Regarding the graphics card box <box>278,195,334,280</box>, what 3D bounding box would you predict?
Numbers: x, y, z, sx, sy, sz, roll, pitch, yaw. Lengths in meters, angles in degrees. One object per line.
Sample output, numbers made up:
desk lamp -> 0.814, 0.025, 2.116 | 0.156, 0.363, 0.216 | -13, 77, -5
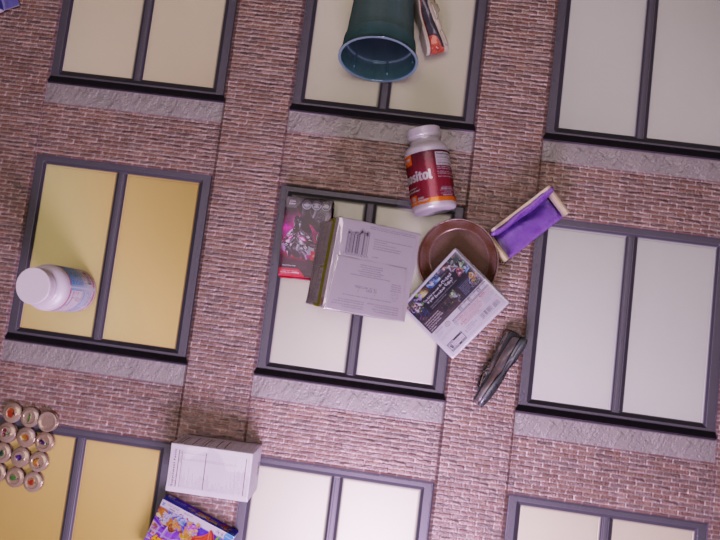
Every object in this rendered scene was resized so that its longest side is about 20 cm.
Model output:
graphics card box -> -0.134, -0.079, 1.536 | 0.123, 0.051, 0.205 | 6, 85, 3

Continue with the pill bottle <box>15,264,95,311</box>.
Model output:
pill bottle -> -0.730, 0.043, 1.479 | 0.106, 0.200, 0.111 | 0, 84, 3

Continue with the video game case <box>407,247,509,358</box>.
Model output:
video game case -> 0.227, 0.081, 1.490 | 0.182, 0.023, 0.200 | 44, 108, 5

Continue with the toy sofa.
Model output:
toy sofa -> 0.401, -0.111, 1.490 | 0.199, 0.098, 0.083 | -37, 84, -2

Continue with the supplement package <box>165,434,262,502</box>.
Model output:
supplement package -> -0.347, 0.468, 1.470 | 0.195, 0.110, 0.116 | 7, 86, 3

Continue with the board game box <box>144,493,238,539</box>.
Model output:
board game box -> -0.414, 0.654, 1.490 | 0.197, 0.045, 0.137 | 25, 87, 4

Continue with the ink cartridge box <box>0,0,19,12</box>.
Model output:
ink cartridge box -> -1.035, -0.769, 1.641 | 0.196, 0.047, 0.201 | -20, 84, 3

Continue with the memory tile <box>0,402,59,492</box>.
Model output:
memory tile -> -0.845, 0.442, 1.543 | 0.150, 0.017, 0.204 | 13, 86, 4

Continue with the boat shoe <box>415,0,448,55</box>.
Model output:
boat shoe -> 0.173, -0.646, 1.560 | 0.061, 0.071, 0.204 | -13, 86, -5

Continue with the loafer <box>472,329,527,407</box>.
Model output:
loafer -> 0.326, 0.234, 1.488 | 0.062, 0.072, 0.201 | 34, 80, 25

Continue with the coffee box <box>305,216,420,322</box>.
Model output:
coffee box -> 0.000, 0.000, 1.427 | 0.196, 0.197, 0.204 | 12, 86, -16

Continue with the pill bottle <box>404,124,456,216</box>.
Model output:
pill bottle -> 0.167, -0.243, 1.505 | 0.110, 0.113, 0.205 | -8, 84, 2

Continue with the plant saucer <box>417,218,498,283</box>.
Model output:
plant saucer -> 0.237, -0.025, 1.500 | 0.196, 0.037, 0.205 | 3, 100, 15

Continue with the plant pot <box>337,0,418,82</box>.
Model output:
plant pot -> 0.052, -0.602, 1.511 | 0.196, 0.200, 0.200 | 5, 77, 3
